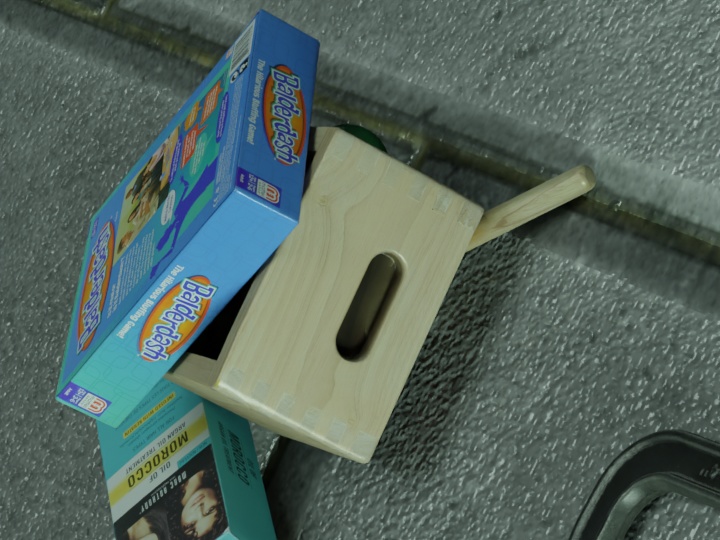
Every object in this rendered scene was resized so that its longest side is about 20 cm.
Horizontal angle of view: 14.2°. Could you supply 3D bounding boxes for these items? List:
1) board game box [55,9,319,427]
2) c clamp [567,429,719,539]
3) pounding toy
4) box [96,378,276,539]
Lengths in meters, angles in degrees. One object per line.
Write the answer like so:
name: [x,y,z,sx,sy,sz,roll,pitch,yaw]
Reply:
board game box: [-0.097,-0.028,1.622,0.200,0.045,0.153,-46,26,38]
c clamp: [0.144,0.159,1.399,0.200,0.027,0.172,9,66,54]
pounding toy: [0.000,0.000,1.622,0.201,0.142,0.184,-64,20,-6]
box: [-0.103,0.128,1.691,0.082,0.049,0.200,-40,32,14]
